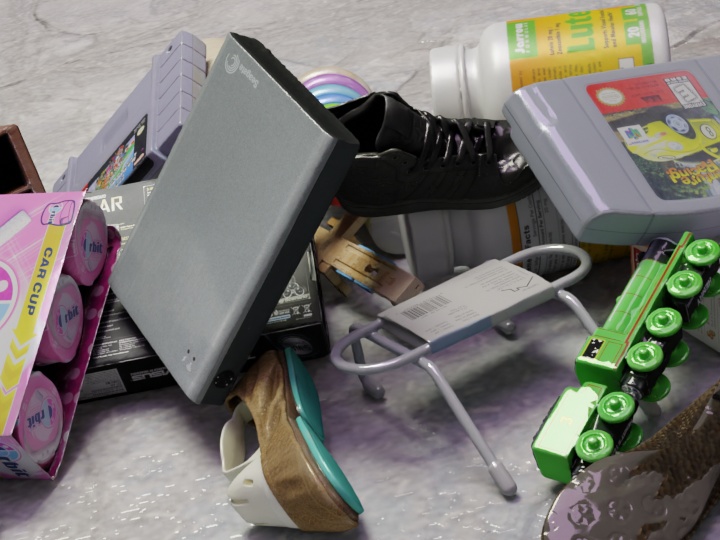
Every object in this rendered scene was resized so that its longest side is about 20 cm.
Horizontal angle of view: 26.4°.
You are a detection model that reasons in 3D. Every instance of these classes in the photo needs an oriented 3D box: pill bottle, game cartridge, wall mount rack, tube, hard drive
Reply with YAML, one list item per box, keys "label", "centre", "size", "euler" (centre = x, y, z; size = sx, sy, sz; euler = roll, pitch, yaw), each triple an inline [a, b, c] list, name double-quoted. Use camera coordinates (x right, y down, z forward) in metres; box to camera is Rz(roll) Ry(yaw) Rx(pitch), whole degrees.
- label: "pill bottle"
  centre: [0.128, -0.052, 1.135]
  size: [0.198, 0.112, 0.111]
  euler: [-12, 27, -4]
- label: "game cartridge"
  centre: [0.208, -0.081, 1.042]
  size: [0.199, 0.041, 0.134]
  euler: [-12, 60, -28]
- label: "wall mount rack"
  centre: [0.088, 0.058, 0.990]
  size: [0.199, 0.075, 0.173]
  euler: [-24, 28, -24]
- label: "game cartridge"
  centre: [-0.191, -0.086, 1.232]
  size: [0.200, 0.038, 0.130]
  euler: [-44, 28, 30]
- label: "tube"
  centre: [0.018, -0.074, 1.287]
  size: [0.058, 0.052, 0.200]
  euler: [16, 20, -13]
- label: "pill bottle"
  centre: [0.163, -0.161, 1.315]
  size: [0.198, 0.112, 0.111]
  euler: [-6, 27, 8]
- label: "hard drive"
  centre: [-0.086, -0.035, 0.999]
  size: [0.033, 0.201, 0.140]
  euler: [10, 27, -42]

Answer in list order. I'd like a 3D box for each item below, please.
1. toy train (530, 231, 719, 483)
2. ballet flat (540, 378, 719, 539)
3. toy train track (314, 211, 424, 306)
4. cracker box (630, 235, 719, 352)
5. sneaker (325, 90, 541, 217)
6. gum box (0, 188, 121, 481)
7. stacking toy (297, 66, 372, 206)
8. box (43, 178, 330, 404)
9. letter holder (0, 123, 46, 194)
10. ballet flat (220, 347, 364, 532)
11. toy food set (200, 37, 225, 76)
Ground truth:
- label: "toy train"
  centre: [0.166, 0.051, 0.941]
  size: [0.056, 0.042, 0.200]
  euler: [12, 52, 33]
- label: "ballet flat"
  centre: [0.176, 0.118, 0.876]
  size: [0.200, 0.046, 0.067]
  euler: [-35, 67, -30]
- label: "toy train track"
  centre: [0.000, 0.000, 1.141]
  size: [0.115, 0.033, 0.200]
  euler: [-49, 26, -6]
- label: "cracker box"
  centre: [0.290, 0.010, 1.021]
  size: [0.133, 0.058, 0.200]
  euler: [-20, 28, -20]
- label: "sneaker"
  centre: [0.035, -0.082, 1.045]
  size: [0.198, 0.104, 0.060]
  euler: [-10, 64, 12]
- label: "gum box"
  centre: [-0.244, 0.038, 1.044]
  size: [0.113, 0.066, 0.201]
  euler: [-2, 57, 20]
- label: "stacking toy"
  centre: [-0.022, -0.102, 1.221]
  size: [0.085, 0.086, 0.200]
  euler: [-10, 19, 0]
- label: "box"
  centre: [-0.130, 0.004, 1.115]
  size: [0.198, 0.044, 0.161]
  euler: [-11, 53, 1]
- label: "letter holder"
  centre: [-0.356, -0.041, 1.242]
  size: [0.142, 0.101, 0.199]
  euler: [-31, 19, -30]
- label: "ballet flat"
  centre: [-0.051, 0.113, 0.942]
  size: [0.072, 0.068, 0.200]
  euler: [-33, 28, 2]
- label: "toy food set"
  centre: [-0.142, -0.087, 1.252]
  size: [0.201, 0.060, 0.144]
  euler: [-55, 29, 10]
